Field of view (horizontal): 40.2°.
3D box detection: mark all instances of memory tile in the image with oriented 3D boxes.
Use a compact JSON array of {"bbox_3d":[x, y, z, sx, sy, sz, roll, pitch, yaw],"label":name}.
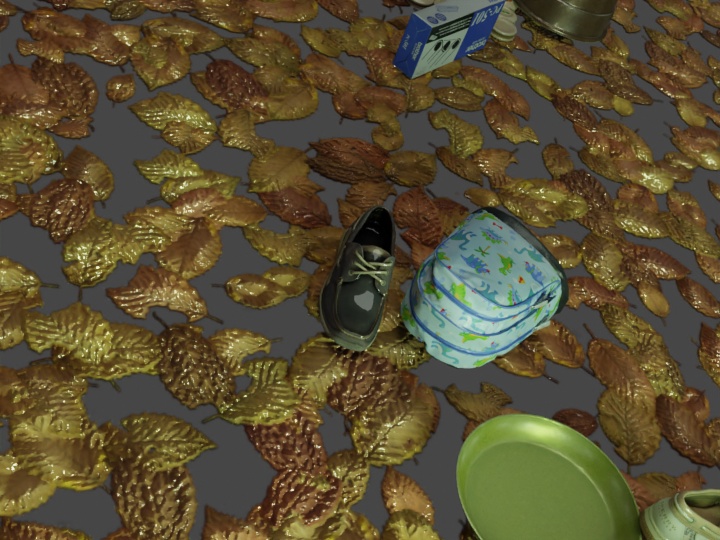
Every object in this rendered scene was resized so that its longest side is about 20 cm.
[{"bbox_3d":[0.175,-0.461,1.675,0.199,0.017,0.154,20,43,-5],"label":"memory tile"}]

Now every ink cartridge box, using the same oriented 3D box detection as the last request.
[{"bbox_3d":[0.138,-0.367,1.508,0.044,0.094,0.200,41,46,18],"label":"ink cartridge box"}]

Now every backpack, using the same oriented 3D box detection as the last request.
[{"bbox_3d":[0.134,0.021,1.105,0.200,0.154,0.163,-36,75,-30],"label":"backpack"}]

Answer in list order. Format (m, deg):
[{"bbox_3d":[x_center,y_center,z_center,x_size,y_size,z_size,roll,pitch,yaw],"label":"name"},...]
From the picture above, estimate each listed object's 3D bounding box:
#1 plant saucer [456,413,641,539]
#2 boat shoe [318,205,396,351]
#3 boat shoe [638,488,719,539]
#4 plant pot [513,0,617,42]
[{"bbox_3d":[0.183,0.234,0.982,0.199,0.031,0.200,13,43,-12],"label":"plant saucer"},{"bbox_3d":[0.000,0.000,1.099,0.074,0.073,0.200,15,43,-9],"label":"boat shoe"},{"bbox_3d":[0.376,0.259,1.005,0.199,0.063,0.073,7,45,-33],"label":"boat shoe"},{"bbox_3d":[0.387,-0.535,1.698,0.200,0.199,0.201,16,42,-14],"label":"plant pot"}]
